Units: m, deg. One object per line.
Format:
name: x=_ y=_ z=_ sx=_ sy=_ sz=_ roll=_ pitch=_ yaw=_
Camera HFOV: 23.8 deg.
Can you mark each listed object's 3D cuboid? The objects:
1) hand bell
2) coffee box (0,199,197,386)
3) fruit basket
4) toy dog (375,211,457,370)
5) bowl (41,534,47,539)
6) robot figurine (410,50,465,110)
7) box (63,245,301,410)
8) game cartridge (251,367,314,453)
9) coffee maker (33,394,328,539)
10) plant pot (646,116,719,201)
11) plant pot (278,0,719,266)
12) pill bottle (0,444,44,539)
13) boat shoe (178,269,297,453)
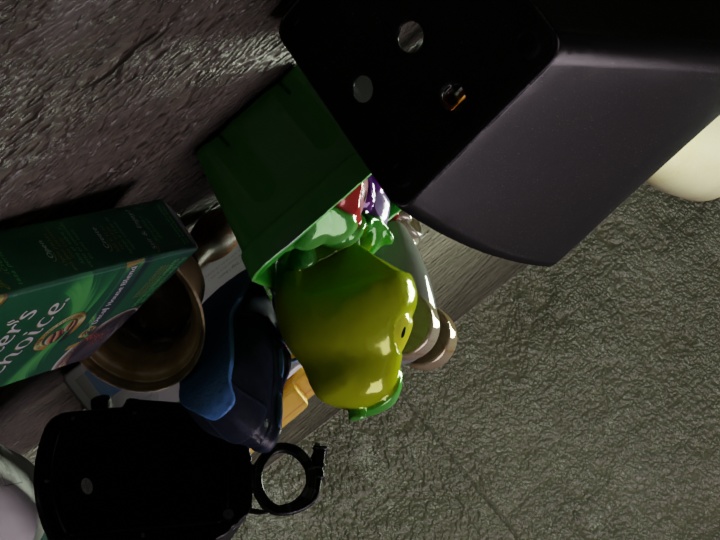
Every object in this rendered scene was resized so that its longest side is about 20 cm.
hand bell: x=-0.119 y=-0.005 z=1.180 sx=0.104 sy=0.104 sz=0.200 roll=-44 pitch=-177 yaw=28
coffee box: x=-0.195 y=0.022 z=0.989 sx=0.123 sy=0.044 sz=0.200 roll=-43 pitch=168 yaw=27
fruit basket: x=-0.009 y=-0.015 z=1.142 sx=0.155 sy=0.216 sz=0.216 roll=-40 pitch=172 yaw=2
toy dog: x=0.000 y=0.000 z=1.300 sx=0.096 sy=0.201 sz=0.132 roll=-24 pitch=141 yaw=9
bowl: x=-0.340 y=0.326 z=1.847 sx=0.200 sy=0.105 sz=0.201 roll=-38 pitch=172 yaw=-6
robot figurine: x=0.098 y=-0.173 z=1.286 sx=0.200 sy=0.058 sz=0.145 roll=-43 pitch=172 yaw=13
box: x=-0.123 y=0.067 z=1.357 sx=0.200 sy=0.113 sz=0.101 roll=-39 pitch=180 yaw=-9
game cartridge: x=-0.139 y=0.117 z=1.477 sx=0.176 sy=0.033 sz=0.200 roll=-39 pitch=-149 yaw=-6
coffee maker: x=-0.133 y=0.195 z=1.213 sx=0.201 sy=0.190 sz=0.135 roll=98 pitch=9 yaw=-56
plant pot: x=0.475 y=-0.199 z=2.611 sx=0.187 sy=0.188 sz=0.199 roll=-44 pitch=157 yaw=30
plant pot: x=0.076 y=-0.131 z=0.977 sx=0.200 sy=0.200 sz=0.177 roll=-44 pitch=161 yaw=29
pill bottle: x=-0.285 y=0.169 z=1.174 sx=0.114 sy=0.115 sz=0.200 roll=-40 pitch=173 yaw=3
boat shoe: x=-0.084 y=0.068 z=1.155 sx=0.084 sy=0.069 sz=0.200 roll=-40 pitch=-162 yaw=19
